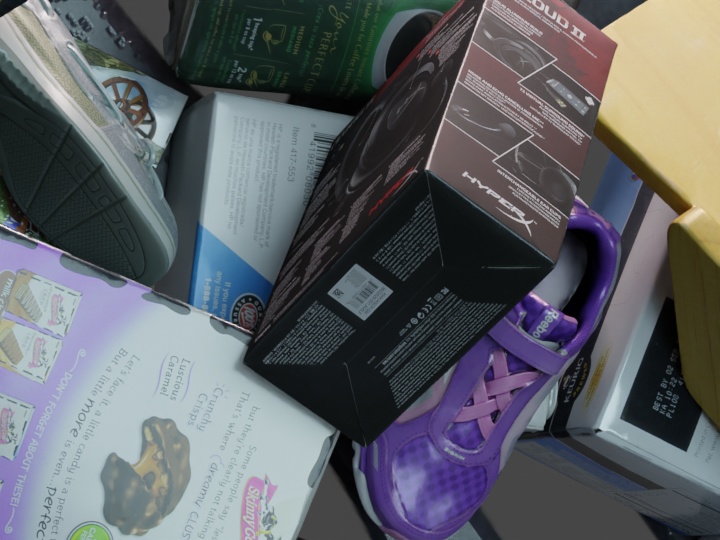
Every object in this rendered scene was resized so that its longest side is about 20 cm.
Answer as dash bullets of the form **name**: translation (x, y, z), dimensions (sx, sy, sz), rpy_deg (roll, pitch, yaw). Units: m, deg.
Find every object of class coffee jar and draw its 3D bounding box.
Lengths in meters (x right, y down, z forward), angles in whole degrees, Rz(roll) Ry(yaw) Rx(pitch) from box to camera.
- **coffee jar**: translation (0.007, -0.132, 1.283), dimensions (0.199, 0.085, 0.105), rpy_deg (10, 124, -14)

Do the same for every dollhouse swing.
- **dollhouse swing**: translation (0.219, -0.038, 1.289), dimensions (0.200, 0.176, 0.182), rpy_deg (-33, 137, -21)

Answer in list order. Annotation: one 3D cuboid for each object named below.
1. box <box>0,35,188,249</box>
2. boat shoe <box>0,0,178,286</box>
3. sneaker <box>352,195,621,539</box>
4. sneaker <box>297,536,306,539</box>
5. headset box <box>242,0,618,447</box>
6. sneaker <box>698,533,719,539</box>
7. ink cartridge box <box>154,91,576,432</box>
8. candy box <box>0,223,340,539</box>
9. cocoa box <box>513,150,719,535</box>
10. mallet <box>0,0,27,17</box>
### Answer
- **box**: translation (-0.204, -0.070, 1.281), dimensions (0.199, 0.038, 0.137), rpy_deg (26, 76, -15)
- **boat shoe**: translation (-0.150, -0.083, 1.245), dimensions (0.202, 0.074, 0.065), rpy_deg (51, 48, 0)
- **sneaker**: translation (0.067, 0.043, 1.249), dimensions (0.080, 0.088, 0.201), rpy_deg (33, 78, -15)
- **sneaker**: translation (-0.089, 0.127, 1.281), dimensions (0.199, 0.078, 0.078), rpy_deg (16, 74, -16)
- **headset box**: translation (0.036, -0.039, 1.181), dimensions (0.077, 0.149, 0.200), rpy_deg (36, 37, -11)
- **sneaker**: translation (0.208, 0.244, 1.371), dimensions (0.113, 0.075, 0.201), rpy_deg (25, 74, -13)
- **ink cartridge box**: translation (0.000, 0.000, 1.320), dimensions (0.199, 0.086, 0.147), rpy_deg (9, 82, -19)
- **candy box**: translation (-0.123, 0.089, 1.203), dimensions (0.199, 0.072, 0.168), rpy_deg (24, 85, -4)
- **cocoa box**: translation (0.184, 0.026, 1.357), dimensions (0.133, 0.131, 0.201), rpy_deg (27, 75, -15)
- **mallet**: translation (-0.178, -0.108, 1.182), dimensions (0.041, 0.199, 0.066), rpy_deg (-35, 103, -52)
